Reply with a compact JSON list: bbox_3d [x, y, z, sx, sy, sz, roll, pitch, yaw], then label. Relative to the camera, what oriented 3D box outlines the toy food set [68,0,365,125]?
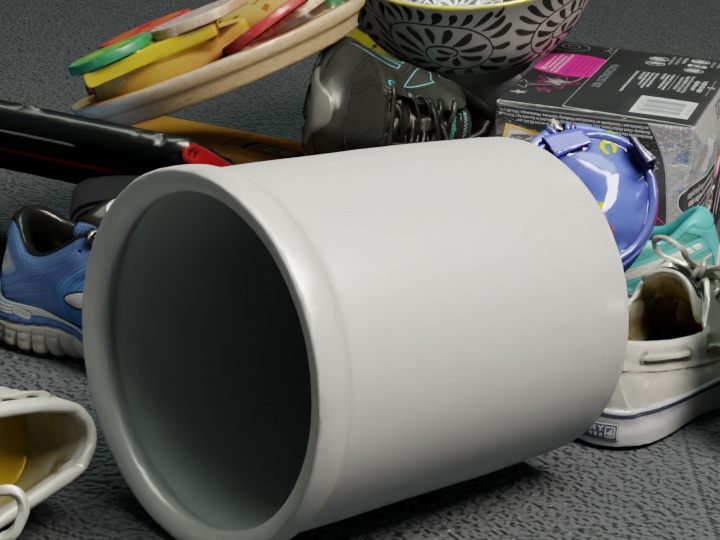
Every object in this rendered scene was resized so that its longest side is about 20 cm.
[{"bbox_3d":[-0.085,-0.140,1.246,0.199,0.049,0.198,-21,12,-1],"label":"toy food set"}]

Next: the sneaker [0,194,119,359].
[{"bbox_3d":[-0.121,0.009,1.101,0.199,0.090,0.078,13,22,30],"label":"sneaker"}]

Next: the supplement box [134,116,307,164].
[{"bbox_3d":[-0.077,-0.052,1.339,0.199,0.069,0.066,10,20,28],"label":"supplement box"}]

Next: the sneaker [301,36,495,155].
[{"bbox_3d":[0.024,-0.103,1.280,0.079,0.076,0.200,14,11,19],"label":"sneaker"}]

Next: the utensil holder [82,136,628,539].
[{"bbox_3d":[0.001,0.025,0.942,0.199,0.171,0.169,-12,23,-40],"label":"utensil holder"}]

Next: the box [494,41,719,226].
[{"bbox_3d":[0.168,-0.069,1.345,0.131,0.116,0.200,9,20,15],"label":"box"}]

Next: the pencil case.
[{"bbox_3d":[0.097,-0.018,1.092,0.077,0.087,0.200,-9,-12,-10],"label":"pencil case"}]

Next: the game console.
[{"bbox_3d":[-0.173,-0.077,1.224,0.199,0.031,0.177,11,-7,10],"label":"game console"}]

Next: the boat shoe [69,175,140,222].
[{"bbox_3d":[-0.118,-0.014,1.205,0.071,0.068,0.199,22,-13,-35],"label":"boat shoe"}]

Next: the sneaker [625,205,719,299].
[{"bbox_3d":[0.116,-0.014,1.223,0.199,0.080,0.078,5,18,10],"label":"sneaker"}]

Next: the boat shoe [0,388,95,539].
[{"bbox_3d":[-0.176,0.091,0.839,0.086,0.075,0.202,-5,5,30],"label":"boat shoe"}]

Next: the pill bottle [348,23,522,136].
[{"bbox_3d":[0.040,-0.135,1.533,0.111,0.113,0.200,-4,19,-19],"label":"pill bottle"}]

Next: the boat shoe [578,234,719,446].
[{"bbox_3d":[0.172,0.023,1.101,0.074,0.087,0.201,16,23,35],"label":"boat shoe"}]

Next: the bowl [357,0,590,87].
[{"bbox_3d":[0.074,-0.186,1.388,0.199,0.095,0.201,-2,36,2],"label":"bowl"}]
